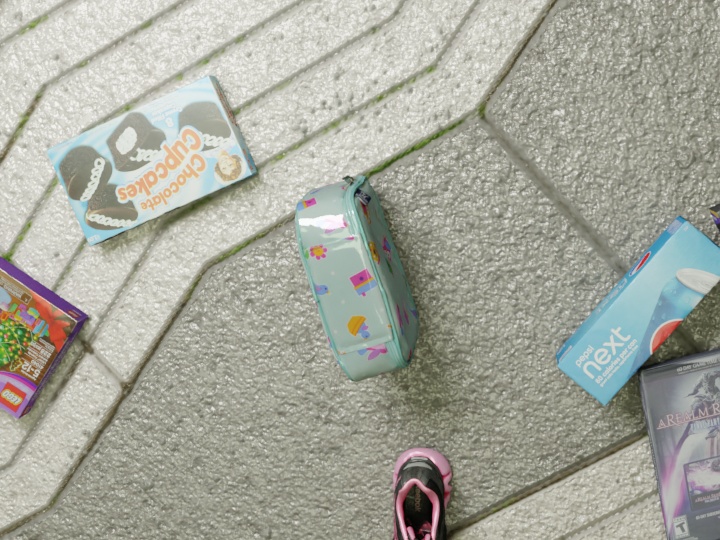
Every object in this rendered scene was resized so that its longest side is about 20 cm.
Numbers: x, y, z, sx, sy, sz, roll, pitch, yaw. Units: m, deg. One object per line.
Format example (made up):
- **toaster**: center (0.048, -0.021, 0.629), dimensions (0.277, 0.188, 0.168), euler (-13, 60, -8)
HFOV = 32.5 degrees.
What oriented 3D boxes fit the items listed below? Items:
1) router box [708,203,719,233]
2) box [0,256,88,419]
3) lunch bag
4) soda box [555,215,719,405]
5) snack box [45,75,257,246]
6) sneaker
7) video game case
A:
- **router box**: center (0.482, -0.035, 1.258), dimensions (0.200, 0.052, 0.157), euler (-27, 93, 9)
- **box**: center (-0.425, 0.054, 1.385), dimensions (0.200, 0.039, 0.137), euler (33, 101, 2)
- **lunch bag**: center (0.000, 0.000, 1.270), dimensions (0.077, 0.160, 0.200), euler (-15, 101, 14)
- **soda box**: center (0.293, 0.041, 1.285), dimensions (0.068, 0.064, 0.200), euler (40, 101, 0)
- **snack box**: center (-0.225, -0.118, 1.339), dimensions (0.200, 0.037, 0.116), euler (-23, 95, 9)
- **sneaker**: center (0.065, 0.298, 1.332), dimensions (0.079, 0.095, 0.200), euler (-5, 98, 6)
- **video game case**: center (0.376, 0.184, 1.299), dimensions (0.143, 0.019, 0.200), euler (-13, 98, -6)
